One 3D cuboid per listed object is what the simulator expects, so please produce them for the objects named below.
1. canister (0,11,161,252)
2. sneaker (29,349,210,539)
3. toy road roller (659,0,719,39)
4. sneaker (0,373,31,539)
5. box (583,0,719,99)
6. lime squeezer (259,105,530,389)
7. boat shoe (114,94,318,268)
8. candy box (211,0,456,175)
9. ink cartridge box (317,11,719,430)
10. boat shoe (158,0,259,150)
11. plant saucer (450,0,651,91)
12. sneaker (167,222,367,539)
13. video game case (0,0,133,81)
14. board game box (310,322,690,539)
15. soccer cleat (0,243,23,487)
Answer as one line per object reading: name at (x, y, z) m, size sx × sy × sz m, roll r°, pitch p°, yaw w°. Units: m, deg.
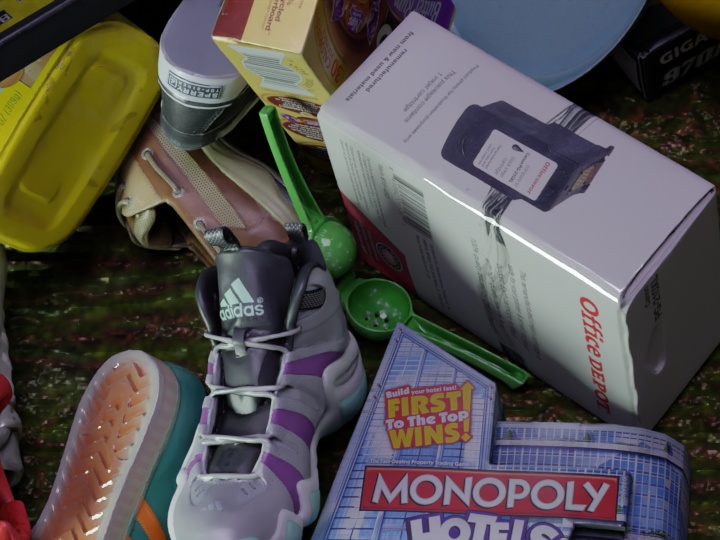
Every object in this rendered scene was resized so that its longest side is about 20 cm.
canister at (-0.211, -0.117, 1.345) m, size 0.200 × 0.086 × 0.149 m, roll 39°, pitch 99°, yaw 42°
sneaker at (-0.126, 0.144, 1.221) m, size 0.071 × 0.080 × 0.201 m, roll 22°, pitch 86°, yaw 43°
toy road roller at (0.236, -0.143, 1.240) m, size 0.145 × 0.123 × 0.201 m, roll -13°, pitch 78°, yaw -20°
sneaker at (-0.206, 0.143, 1.183) m, size 0.084 × 0.077 × 0.201 m, roll 1°, pitch 91°, yaw 18°
box at (0.206, -0.208, 1.381) m, size 0.199 × 0.046 × 0.159 m, roll -29°, pitch 57°, yaw -6°
lime squeezer at (0.000, 0.000, 1.266) m, size 0.200 × 0.071 × 0.038 m, roll 47°, pitch 71°, yaw -8°
boat shoe at (-0.104, -0.048, 1.332) m, size 0.074 × 0.076 × 0.200 m, roll -45°, pitch 59°, yaw -12°
candy box at (-0.010, -0.133, 1.276) m, size 0.056 × 0.200 × 0.117 m, roll 12°, pitch 75°, yaw 21°
ink cartridge box at (0.087, -0.022, 1.231) m, size 0.200 × 0.145 × 0.084 m, roll 33°, pitch 70°, yaw 28°
boat shoe at (-0.059, -0.141, 1.328) m, size 0.073 × 0.068 × 0.200 m, roll 18°, pitch 46°, yaw 4°
plant saucer at (0.103, -0.194, 1.350) m, size 0.199 × 0.027 × 0.201 m, roll -7°, pitch 79°, yaw 42°
sneaker at (-0.058, 0.046, 1.182) m, size 0.077 × 0.141 × 0.200 m, roll -4°, pitch 29°, yaw 16°
video game case at (-0.173, -0.195, 1.304) m, size 0.200 × 0.026 × 0.181 m, roll -34°, pitch 48°, yaw -19°
board game box at (0.063, 0.126, 1.194) m, size 0.199 × 0.062 × 0.201 m, roll 0°, pitch 59°, yaw 12°
soccer cleat at (-0.213, 0.072, 1.290) m, size 0.086 × 0.070 × 0.201 m, roll 14°, pitch 66°, yaw 7°
